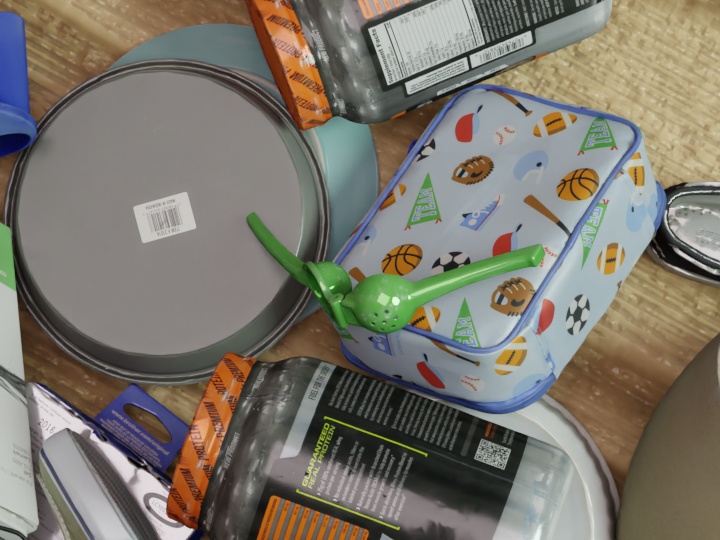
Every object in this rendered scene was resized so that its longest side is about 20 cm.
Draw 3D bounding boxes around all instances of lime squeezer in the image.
[{"bbox_3d":[0.000,0.000,1.407,0.200,0.038,0.071,7,63,35],"label":"lime squeezer"}]

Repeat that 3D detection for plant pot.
[{"bbox_3d":[0.226,0.145,1.443,0.134,0.200,0.200,-39,82,32],"label":"plant pot"}]

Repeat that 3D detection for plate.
[{"bbox_3d":[-0.088,-0.055,1.540,0.200,0.026,0.201,0,83,2],"label":"plate"}]

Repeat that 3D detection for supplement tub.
[{"bbox_3d":[0.004,0.123,1.365,0.200,0.123,0.123,21,84,4],"label":"supplement tub"},{"bbox_3d":[0.038,-0.164,1.497,0.200,0.123,0.123,-22,83,-4],"label":"supplement tub"}]

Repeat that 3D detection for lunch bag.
[{"bbox_3d":[0.075,-0.019,1.466,0.160,0.076,0.200,16,57,37],"label":"lunch bag"}]

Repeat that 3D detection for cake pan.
[{"bbox_3d":[-0.118,-0.032,1.507,0.200,0.037,0.201,0,83,1],"label":"cake pan"}]

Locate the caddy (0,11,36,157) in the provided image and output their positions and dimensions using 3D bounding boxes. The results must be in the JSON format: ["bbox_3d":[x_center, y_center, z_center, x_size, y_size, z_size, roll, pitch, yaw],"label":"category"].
[{"bbox_3d":[-0.286,-0.099,1.481,0.200,0.141,0.105,-6,76,24],"label":"caddy"}]

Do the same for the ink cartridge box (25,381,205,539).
[{"bbox_3d":[-0.179,0.159,1.490,0.136,0.076,0.200,37,86,4],"label":"ink cartridge box"}]

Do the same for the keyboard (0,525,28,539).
[{"bbox_3d":[-0.215,0.158,1.364,0.200,0.104,0.040,30,57,-17],"label":"keyboard"}]

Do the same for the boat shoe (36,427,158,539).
[{"bbox_3d":[-0.135,0.185,1.415,0.062,0.072,0.200,-31,85,2],"label":"boat shoe"}]

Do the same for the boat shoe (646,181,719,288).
[{"bbox_3d":[0.269,-0.011,1.508,0.200,0.060,0.074,17,83,3],"label":"boat shoe"}]

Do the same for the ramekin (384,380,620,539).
[{"bbox_3d":[0.058,0.153,1.476,0.202,0.094,0.203,0,83,1],"label":"ramekin"}]

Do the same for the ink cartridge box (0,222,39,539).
[{"bbox_3d":[-0.272,0.072,1.445,0.146,0.084,0.200,-23,58,21],"label":"ink cartridge box"}]
